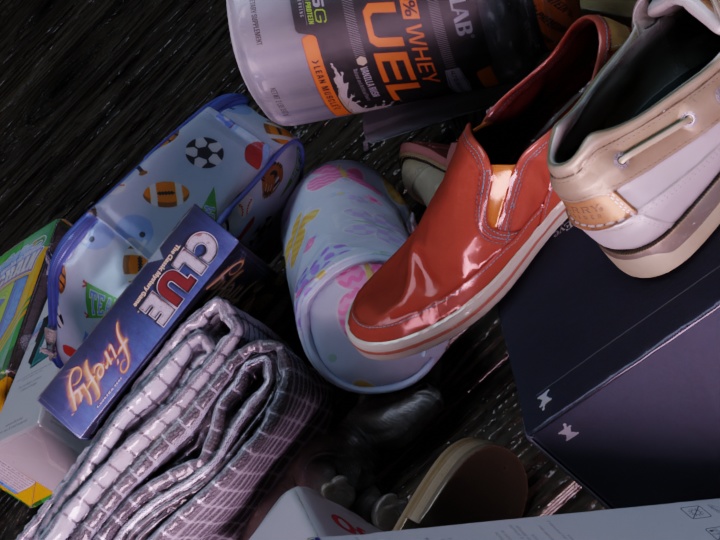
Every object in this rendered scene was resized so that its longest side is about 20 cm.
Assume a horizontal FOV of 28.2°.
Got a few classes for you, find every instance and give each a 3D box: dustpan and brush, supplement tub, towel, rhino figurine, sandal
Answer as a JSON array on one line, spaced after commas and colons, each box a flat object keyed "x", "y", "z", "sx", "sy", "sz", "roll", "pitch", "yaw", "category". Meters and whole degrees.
[{"x": 0.065, "y": -0.130, "z": 0.966, "sx": 0.138, "sy": 0.058, "sz": 0.201, "roll": -16, "pitch": 34, "yaw": 5, "category": "dustpan and brush"}, {"x": 0.028, "y": -0.163, "z": 0.867, "sx": 0.198, "sy": 0.123, "sz": 0.123, "roll": -10, "pitch": 43, "yaw": 16, "category": "supplement tub"}, {"x": -0.100, "y": 0.122, "z": 0.814, "sx": 0.200, "sy": 0.085, "sz": 0.166, "roll": -52, "pitch": -12, "yaw": -3, "category": "towel"}, {"x": -0.015, "y": 0.124, "z": 0.791, "sx": 0.201, "sy": 0.060, "sz": 0.087, "roll": -54, "pitch": 19, "yaw": -13, "category": "rhino figurine"}, {"x": -0.001, "y": 0.170, "z": 0.714, "sx": 0.212, "sy": 0.078, "sz": 0.069, "roll": -51, "pitch": 26, "yaw": -17, "category": "sandal"}]

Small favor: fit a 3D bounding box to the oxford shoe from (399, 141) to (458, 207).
[{"x": 0.059, "y": -0.036, "z": 0.849, "sx": 0.200, "sy": 0.070, "sz": 0.076, "roll": -153, "pitch": 71, "yaw": -80, "category": "oxford shoe"}]

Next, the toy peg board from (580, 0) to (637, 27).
[{"x": 0.171, "y": -0.274, "z": 0.946, "sx": 0.200, "sy": 0.098, "sz": 0.200, "roll": -53, "pitch": 30, "yaw": -4, "category": "toy peg board"}]

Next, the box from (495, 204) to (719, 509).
[{"x": 0.165, "y": -0.011, "z": 0.654, "sx": 0.200, "sy": 0.104, "sz": 0.183, "roll": -38, "pitch": 30, "yaw": 22, "category": "box"}]

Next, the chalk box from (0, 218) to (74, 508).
[{"x": -0.239, "y": 0.055, "z": 1.109, "sx": 0.123, "sy": 0.124, "sz": 0.201, "roll": -29, "pitch": 35, "yaw": 32, "category": "chalk box"}]

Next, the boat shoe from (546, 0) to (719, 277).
[{"x": 0.152, "y": -0.096, "z": 0.593, "sx": 0.201, "sy": 0.068, "sz": 0.075, "roll": -55, "pitch": 30, "yaw": -10, "category": "boat shoe"}]

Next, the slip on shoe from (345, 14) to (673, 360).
[{"x": 0.061, "y": -0.039, "z": 0.664, "sx": 0.200, "sy": 0.061, "sz": 0.074, "roll": -45, "pitch": 31, "yaw": 14, "category": "slip on shoe"}]

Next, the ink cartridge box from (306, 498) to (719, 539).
[{"x": 0.085, "y": 0.129, "z": 0.534, "sx": 0.099, "sy": 0.198, "sz": 0.040, "roll": -136, "pitch": 51, "yaw": -60, "category": "ink cartridge box"}]

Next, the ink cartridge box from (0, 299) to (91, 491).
[{"x": -0.169, "y": 0.063, "z": 1.012, "sx": 0.067, "sy": 0.116, "sz": 0.201, "roll": -26, "pitch": 37, "yaw": 39, "category": "ink cartridge box"}]

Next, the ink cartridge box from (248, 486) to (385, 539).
[{"x": 0.027, "y": 0.195, "z": 0.571, "sx": 0.084, "sy": 0.145, "sz": 0.200, "roll": -51, "pitch": 30, "yaw": 7, "category": "ink cartridge box"}]

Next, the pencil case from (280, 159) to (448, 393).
[{"x": 0.000, "y": 0.000, "z": 0.850, "sx": 0.084, "sy": 0.090, "sz": 0.200, "roll": -63, "pitch": 13, "yaw": 15, "category": "pencil case"}]

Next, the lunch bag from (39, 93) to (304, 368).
[{"x": -0.121, "y": -0.007, "z": 0.916, "sx": 0.200, "sy": 0.075, "sz": 0.161, "roll": -45, "pitch": -15, "yaw": -30, "category": "lunch bag"}]

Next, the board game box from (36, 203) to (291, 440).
[{"x": -0.105, "y": 0.042, "z": 0.852, "sx": 0.136, "sy": 0.035, "sz": 0.200, "roll": -51, "pitch": -11, "yaw": -2, "category": "board game box"}]
